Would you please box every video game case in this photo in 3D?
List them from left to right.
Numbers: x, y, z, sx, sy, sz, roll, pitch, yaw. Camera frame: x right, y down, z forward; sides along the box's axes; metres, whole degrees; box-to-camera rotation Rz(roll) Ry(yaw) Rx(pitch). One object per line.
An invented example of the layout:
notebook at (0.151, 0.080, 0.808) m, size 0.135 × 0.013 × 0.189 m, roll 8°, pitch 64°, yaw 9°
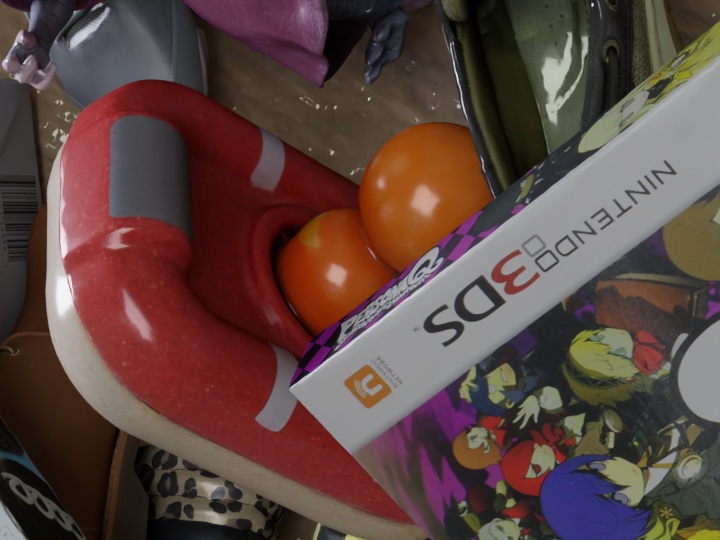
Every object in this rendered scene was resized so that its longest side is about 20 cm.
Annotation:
video game case at (0.109, 0.050, 0.646) m, size 0.181 × 0.036 × 0.200 m, roll -37°, pitch 102°, yaw 27°

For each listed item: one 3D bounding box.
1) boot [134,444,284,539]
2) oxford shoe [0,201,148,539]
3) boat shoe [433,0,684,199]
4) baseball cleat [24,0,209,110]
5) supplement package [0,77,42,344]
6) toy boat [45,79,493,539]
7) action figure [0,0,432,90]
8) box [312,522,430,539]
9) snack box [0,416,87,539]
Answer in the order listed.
boot at (-0.094, 0.151, 0.829) m, size 0.200 × 0.073 × 0.152 m, roll -24°, pitch 53°, yaw 55°
oxford shoe at (-0.116, 0.043, 0.800) m, size 0.071 × 0.071 × 0.201 m, roll -45°, pitch 35°, yaw 39°
boat shoe at (0.055, -0.093, 0.688) m, size 0.071 × 0.066 × 0.203 m, roll -21°, pitch 79°, yaw 37°
baseball cleat at (-0.133, -0.129, 0.832) m, size 0.070 × 0.106 × 0.201 m, roll -41°, pitch 71°, yaw 30°
supplement package at (-0.236, -0.005, 0.864) m, size 0.198 × 0.120 × 0.123 m, roll -7°, pitch 89°, yaw 21°
toy boat at (0.000, 0.000, 0.733) m, size 0.130 × 0.199 × 0.131 m, roll -36°, pitch 42°, yaw 31°
action figure at (-0.073, -0.145, 0.761) m, size 0.199 × 0.149 × 0.135 m, roll 24°, pitch 129°, yaw 15°
box at (0.079, 0.138, 0.769) m, size 0.199 × 0.075 × 0.051 m, roll 20°, pitch 97°, yaw 21°
snack box at (-0.175, 0.073, 0.739) m, size 0.116 × 0.037 × 0.200 m, roll -47°, pitch 64°, yaw 15°
